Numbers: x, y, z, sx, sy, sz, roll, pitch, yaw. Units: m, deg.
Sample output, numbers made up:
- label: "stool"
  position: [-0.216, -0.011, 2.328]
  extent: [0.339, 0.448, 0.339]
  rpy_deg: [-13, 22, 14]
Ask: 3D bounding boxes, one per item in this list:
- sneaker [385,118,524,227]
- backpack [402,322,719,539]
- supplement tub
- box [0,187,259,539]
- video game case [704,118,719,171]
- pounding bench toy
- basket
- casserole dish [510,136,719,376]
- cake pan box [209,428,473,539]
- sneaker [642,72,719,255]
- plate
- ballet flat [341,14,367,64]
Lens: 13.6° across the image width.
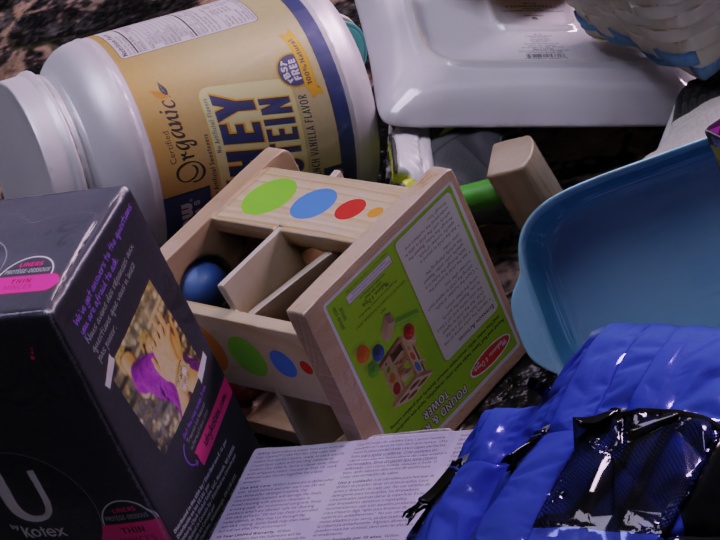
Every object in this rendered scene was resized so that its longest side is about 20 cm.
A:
- label: "sneaker"
  position: [0.057, -0.069, 1.773]
  extent: [0.084, 0.075, 0.200]
  rpy_deg: [3, 29, -1]
- label: "backpack"
  position: [0.121, 0.114, 1.333]
  extent: [0.167, 0.163, 0.200]
  rpy_deg: [8, 40, 28]
- label: "supplement tub"
  position: [-0.103, -0.077, 1.754]
  extent: [0.199, 0.145, 0.144]
  rpy_deg: [-18, 28, -19]
- label: "box"
  position: [-0.148, 0.071, 1.551]
  extent: [0.122, 0.201, 0.106]
  rpy_deg: [-6, 35, 29]
- label: "video game case"
  position: [0.274, -0.047, 1.460]
  extent: [0.200, 0.182, 0.036]
  rpy_deg: [-34, 35, -16]
- label: "pounding bench toy"
  position: [0.000, 0.000, 1.640]
  extent: [0.156, 0.125, 0.200]
  rpy_deg: [11, 46, 45]
- label: "basket"
  position: [0.160, -0.220, 1.679]
  extent: [0.139, 0.200, 0.176]
  rpy_deg: [-37, 34, -14]
- label: "casserole dish"
  position: [0.174, -0.005, 1.542]
  extent: [0.199, 0.122, 0.039]
  rpy_deg: [-20, 4, 8]
- label: "cake pan box"
  position: [0.009, 0.155, 1.474]
  extent: [0.199, 0.052, 0.185]
  rpy_deg: [-8, 37, 27]
- label: "sneaker"
  position: [0.200, -0.059, 1.651]
  extent: [0.072, 0.073, 0.200]
  rpy_deg: [4, 26, 26]
- label: "plate"
  position: [0.102, -0.143, 1.799]
  extent: [0.198, 0.032, 0.200]
  rpy_deg: [0, 31, -6]
- label: "ballet flat"
  position: [-0.072, -0.092, 1.896]
  extent: [0.069, 0.070, 0.200]
  rpy_deg: [5, 46, 40]
